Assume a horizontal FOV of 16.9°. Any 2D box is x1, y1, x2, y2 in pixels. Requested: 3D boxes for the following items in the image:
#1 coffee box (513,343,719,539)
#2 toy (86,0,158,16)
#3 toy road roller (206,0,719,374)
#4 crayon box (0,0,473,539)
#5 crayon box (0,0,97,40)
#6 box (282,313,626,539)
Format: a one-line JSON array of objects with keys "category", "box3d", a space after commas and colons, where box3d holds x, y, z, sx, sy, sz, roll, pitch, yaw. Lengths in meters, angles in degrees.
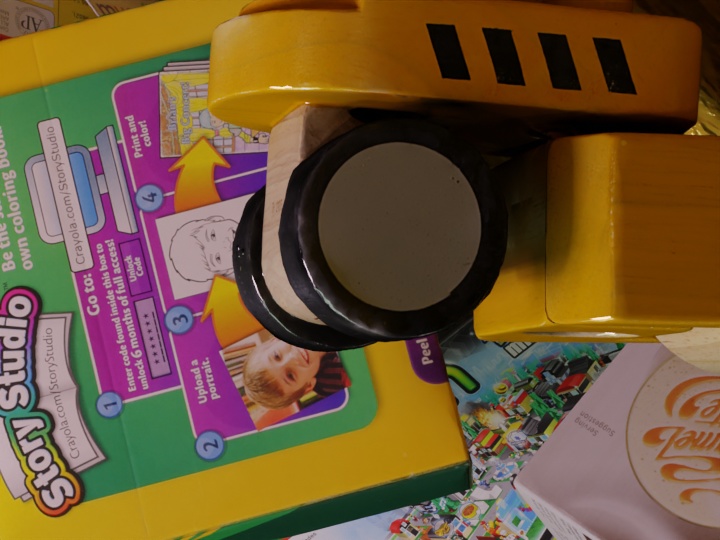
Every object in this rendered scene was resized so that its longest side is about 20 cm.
[{"category": "coffee box", "box3d": [0.167, 0.093, 0.812, 0.200, 0.114, 0.080, 34, 168, 39]}, {"category": "toy", "box3d": [-0.025, -0.066, 0.997, 0.200, 0.047, 0.115, 53, -159, 17]}, {"category": "toy road roller", "box3d": [0.057, -0.048, 0.673, 0.199, 0.146, 0.123, 4, 176, -10]}, {"category": "crayon box", "box3d": [-0.066, 0.004, 0.894, 0.058, 0.172, 0.200, 78, 178, -75]}, {"category": "crayon box", "box3d": [-0.146, -0.055, 1.002, 0.127, 0.200, 0.051, 17, 144, -29]}, {"category": "box", "box3d": [0.050, 0.072, 0.981, 0.110, 0.200, 0.035, 42, -151, -15]}]
